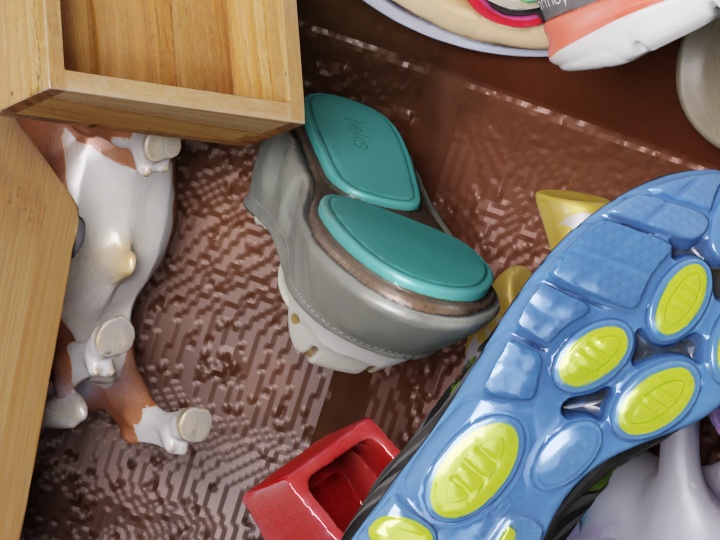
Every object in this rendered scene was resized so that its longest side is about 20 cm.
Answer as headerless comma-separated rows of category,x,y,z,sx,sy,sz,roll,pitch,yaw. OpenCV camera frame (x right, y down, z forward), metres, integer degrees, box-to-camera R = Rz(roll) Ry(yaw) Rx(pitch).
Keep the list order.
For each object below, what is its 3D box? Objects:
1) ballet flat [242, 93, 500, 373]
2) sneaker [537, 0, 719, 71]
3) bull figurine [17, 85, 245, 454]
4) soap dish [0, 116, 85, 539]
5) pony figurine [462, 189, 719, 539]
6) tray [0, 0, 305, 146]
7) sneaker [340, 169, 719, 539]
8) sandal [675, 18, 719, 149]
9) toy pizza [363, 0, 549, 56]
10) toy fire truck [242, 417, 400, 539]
ballet flat,0.000,0.000,0.885,0.067,0.200,0.064,18,106,-14
sneaker,0.135,-0.133,0.857,0.199,0.077,0.082,-24,93,18
bull figurine,-0.088,-0.034,0.940,0.065,0.121,0.201,-1,107,-33
soap dish,-0.177,0.044,0.900,0.081,0.199,0.158,25,59,-34
pony figurine,0.108,0.087,0.915,0.192,0.166,0.202,13,102,37
tray,-0.073,-0.144,0.861,0.037,0.098,0.202,-16,74,48
sneaker,0.053,0.046,0.837,0.071,0.083,0.200,40,91,-7
sandal,0.161,-0.059,0.866,0.054,0.199,0.081,3,95,-36
toy pizza,0.061,-0.161,0.905,0.199,0.032,0.201,0,117,1
toy fire truck,0.005,0.164,0.934,0.141,0.049,0.201,-32,91,45
